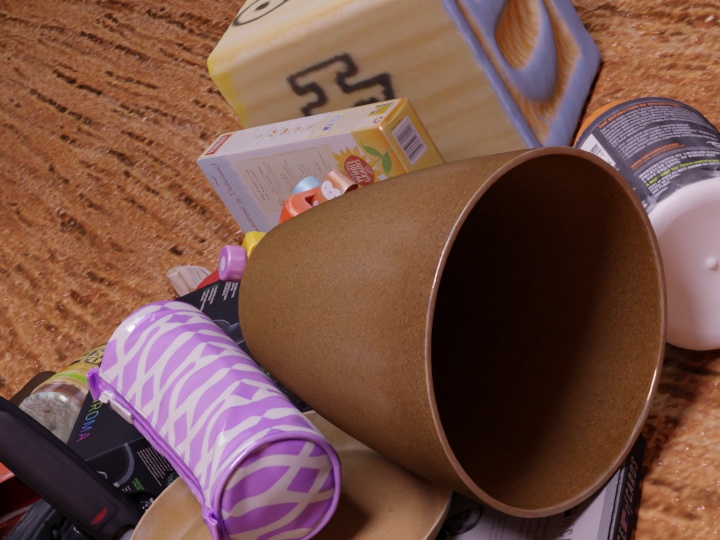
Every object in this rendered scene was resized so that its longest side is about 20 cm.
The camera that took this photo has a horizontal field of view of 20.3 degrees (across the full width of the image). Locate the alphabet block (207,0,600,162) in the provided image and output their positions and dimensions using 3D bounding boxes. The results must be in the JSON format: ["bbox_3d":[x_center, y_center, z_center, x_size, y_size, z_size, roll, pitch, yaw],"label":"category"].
[{"bbox_3d":[0.037,-0.156,1.504,0.199,0.197,0.196,-19,26,31],"label":"alphabet block"}]

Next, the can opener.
[{"bbox_3d":[-0.165,0.139,1.203,0.079,0.200,0.063,-49,42,-13],"label":"can opener"}]

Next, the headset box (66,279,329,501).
[{"bbox_3d":[-0.076,0.081,1.323,0.199,0.093,0.175,-23,26,23],"label":"headset box"}]

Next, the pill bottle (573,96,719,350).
[{"bbox_3d":[0.183,-0.039,1.201,0.106,0.107,0.200,-31,24,5],"label":"pill bottle"}]

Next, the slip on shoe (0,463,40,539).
[{"bbox_3d":[-0.277,0.174,1.440,0.198,0.074,0.061,-23,28,12],"label":"slip on shoe"}]

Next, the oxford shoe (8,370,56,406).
[{"bbox_3d":[-0.301,0.135,1.525,0.200,0.085,0.072,-42,23,-21],"label":"oxford shoe"}]

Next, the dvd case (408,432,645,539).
[{"bbox_3d":[0.055,0.159,1.088,0.199,0.025,0.151,-21,27,27],"label":"dvd case"}]

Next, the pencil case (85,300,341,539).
[{"bbox_3d":[-0.086,0.086,1.144,0.085,0.085,0.200,-18,27,-22],"label":"pencil case"}]

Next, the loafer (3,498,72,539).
[{"bbox_3d":[-0.233,0.220,1.289,0.070,0.068,0.201,-9,36,29],"label":"loafer"}]

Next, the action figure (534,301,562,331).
[{"bbox_3d":[0.097,0.000,1.222,0.069,0.131,0.200,7,20,-11],"label":"action figure"}]

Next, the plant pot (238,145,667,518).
[{"bbox_3d":[0.030,0.023,1.085,0.199,0.187,0.187,6,45,45],"label":"plant pot"}]

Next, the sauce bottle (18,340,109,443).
[{"bbox_3d":[-0.178,0.084,1.436,0.064,0.065,0.200,-24,7,21],"label":"sauce bottle"}]

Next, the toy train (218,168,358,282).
[{"bbox_3d":[0.000,0.000,1.260,0.149,0.056,0.200,-13,47,-40],"label":"toy train"}]

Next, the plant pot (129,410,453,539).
[{"bbox_3d":[-0.037,0.146,1.131,0.198,0.028,0.201,-17,29,9],"label":"plant pot"}]

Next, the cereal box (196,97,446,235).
[{"bbox_3d":[-0.009,-0.042,1.409,0.199,0.144,0.040,-4,36,47],"label":"cereal box"}]

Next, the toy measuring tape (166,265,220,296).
[{"bbox_3d":[-0.110,0.031,1.497,0.074,0.074,0.199,-43,25,-22],"label":"toy measuring tape"}]
